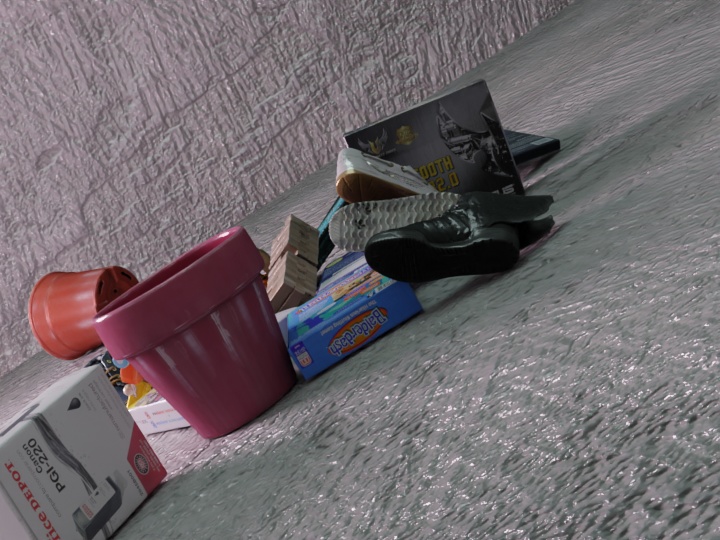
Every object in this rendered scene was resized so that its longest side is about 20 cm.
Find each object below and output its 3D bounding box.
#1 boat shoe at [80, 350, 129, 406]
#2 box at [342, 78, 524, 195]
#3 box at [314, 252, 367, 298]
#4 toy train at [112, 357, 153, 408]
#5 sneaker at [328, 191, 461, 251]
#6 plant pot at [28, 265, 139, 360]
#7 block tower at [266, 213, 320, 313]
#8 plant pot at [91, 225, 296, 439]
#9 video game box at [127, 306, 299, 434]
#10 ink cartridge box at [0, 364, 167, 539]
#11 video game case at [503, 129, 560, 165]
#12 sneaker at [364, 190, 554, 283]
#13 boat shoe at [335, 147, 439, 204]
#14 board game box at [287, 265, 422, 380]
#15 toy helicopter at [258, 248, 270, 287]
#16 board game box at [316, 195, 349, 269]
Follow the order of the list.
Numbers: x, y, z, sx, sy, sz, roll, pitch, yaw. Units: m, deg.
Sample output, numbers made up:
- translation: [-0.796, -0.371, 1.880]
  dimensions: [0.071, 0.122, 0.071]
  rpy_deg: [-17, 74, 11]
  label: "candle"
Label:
- translation: [-0.357, 0.171, 1.766]
  dimensions: [0.070, 0.092, 0.200]
  rpy_deg: [-33, 10, -13]
  label: "boat shoe"
- translation: [0.095, -0.139, 1.613]
  dimensions: [0.198, 0.160, 0.048]
  rpy_deg: [-21, 11, 2]
  label: "box"
- translation: [0.000, 0.000, 1.676]
  dimensions: [0.120, 0.033, 0.200]
  rpy_deg: [-30, 11, 9]
  label: "box"
- translation: [-0.267, 0.123, 1.660]
  dimensions: [0.055, 0.152, 0.200]
  rpy_deg: [12, 18, 12]
  label: "toy train"
- translation: [0.068, -0.054, 1.484]
  dimensions: [0.197, 0.071, 0.099]
  rpy_deg: [1, -2, 12]
  label: "sneaker"
- translation: [-0.589, 0.083, 2.720]
  dimensions: [0.194, 0.203, 0.201]
  rpy_deg: [-14, 18, 36]
  label: "plant pot"
- translation: [-0.095, -0.002, 1.743]
  dimensions: [0.058, 0.054, 0.201]
  rpy_deg: [-51, 18, 25]
  label: "block tower"
- translation: [-0.168, 0.076, 1.374]
  dimensions: [0.199, 0.180, 0.200]
  rpy_deg: [-31, 9, 6]
  label: "plant pot"
- translation: [-0.180, 0.128, 1.558]
  dimensions: [0.199, 0.047, 0.181]
  rpy_deg: [-38, 13, -33]
  label: "video game box"
- translation: [-0.303, 0.208, 1.232]
  dimensions: [0.084, 0.147, 0.200]
  rpy_deg: [-24, 12, 33]
  label: "ink cartridge box"
- translation: [0.167, -0.177, 1.783]
  dimensions: [0.142, 0.019, 0.199]
  rpy_deg: [-21, 24, -32]
  label: "video game case"
- translation: [0.108, -0.041, 1.327]
  dimensions: [0.197, 0.061, 0.105]
  rpy_deg: [-1, 35, 12]
  label: "sneaker"
- translation: [0.055, -0.101, 1.548]
  dimensions: [0.071, 0.199, 0.070]
  rpy_deg: [-38, 40, 35]
  label: "boat shoe"
- translation: [-0.011, 0.048, 1.427]
  dimensions: [0.151, 0.045, 0.200]
  rpy_deg: [-31, 10, 2]
  label: "board game box"
- translation: [-0.223, 0.032, 1.922]
  dimensions: [0.199, 0.133, 0.079]
  rpy_deg: [-31, 10, 2]
  label: "toy helicopter"
- translation: [-0.047, -0.059, 1.874]
  dimensions: [0.201, 0.028, 0.135]
  rpy_deg: [-56, 8, 14]
  label: "board game box"
